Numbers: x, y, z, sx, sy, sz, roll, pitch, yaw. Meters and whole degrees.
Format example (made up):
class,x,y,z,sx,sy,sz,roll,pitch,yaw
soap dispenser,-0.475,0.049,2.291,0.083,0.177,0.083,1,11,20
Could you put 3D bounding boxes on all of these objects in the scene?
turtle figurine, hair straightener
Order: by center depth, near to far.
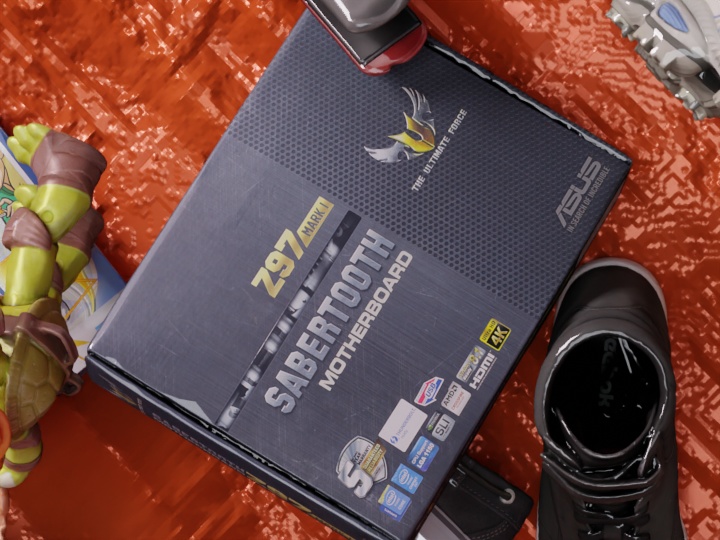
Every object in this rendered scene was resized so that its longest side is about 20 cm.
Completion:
class,x,y,z,sx,sy,sz,roll,pitch,yaw
turtle figurine,-0.146,0.023,1.061,0.064,0.200,0.162,7,59,14
hair straightener,-0.040,-0.174,1.081,0.041,0.077,0.201,-31,65,-5

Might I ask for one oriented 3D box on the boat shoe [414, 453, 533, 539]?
class,x,y,z,sx,sy,sz,roll,pitch,yaw
boat shoe,-0.003,0.053,1.133,0.066,0.070,0.200,-44,81,-8

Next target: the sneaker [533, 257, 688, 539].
class,x,y,z,sx,sy,sz,roll,pitch,yaw
sneaker,0.104,0.101,1.096,0.070,0.099,0.202,-1,99,10

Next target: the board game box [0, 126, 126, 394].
class,x,y,z,sx,sy,sz,roll,pitch,yaw
board game box,-0.213,0.031,1.154,0.200,0.034,0.136,-40,89,-6

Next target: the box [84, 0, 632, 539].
class,x,y,z,sx,sy,sz,roll,pitch,yaw
box,0.000,0.000,1.087,0.157,0.051,0.201,31,75,7

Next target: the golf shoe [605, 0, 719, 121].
class,x,y,z,sx,sy,sz,roll,pitch,yaw
golf shoe,0.186,-0.080,1.029,0.097,0.078,0.200,-40,53,3
